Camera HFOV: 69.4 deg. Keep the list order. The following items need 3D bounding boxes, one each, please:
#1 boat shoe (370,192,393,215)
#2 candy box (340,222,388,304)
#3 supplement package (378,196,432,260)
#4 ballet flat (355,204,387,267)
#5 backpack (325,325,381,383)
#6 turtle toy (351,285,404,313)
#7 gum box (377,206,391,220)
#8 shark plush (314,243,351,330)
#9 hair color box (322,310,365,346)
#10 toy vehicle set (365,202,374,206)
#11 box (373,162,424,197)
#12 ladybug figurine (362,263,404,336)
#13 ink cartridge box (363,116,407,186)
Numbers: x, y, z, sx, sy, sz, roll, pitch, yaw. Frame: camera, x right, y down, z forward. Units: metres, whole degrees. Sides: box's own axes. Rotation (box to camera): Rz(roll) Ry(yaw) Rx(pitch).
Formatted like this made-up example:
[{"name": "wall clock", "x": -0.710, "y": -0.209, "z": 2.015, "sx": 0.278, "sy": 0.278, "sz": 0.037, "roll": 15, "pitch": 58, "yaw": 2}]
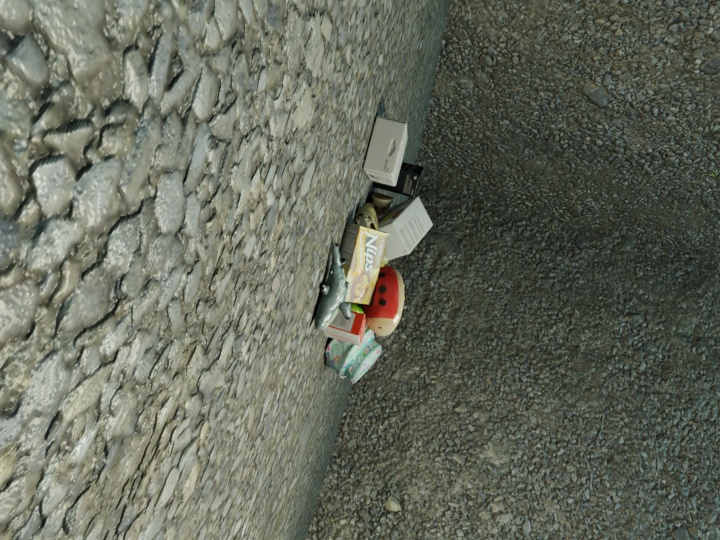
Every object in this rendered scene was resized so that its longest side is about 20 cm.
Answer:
[{"name": "boat shoe", "x": 0.066, "y": -0.212, "z": 1.691, "sx": 0.200, "sy": 0.073, "sz": 0.070, "roll": -67, "pitch": 170, "yaw": -79}, {"name": "candy box", "x": -0.003, "y": -0.016, "z": 1.373, "sx": 0.115, "sy": 0.055, "sz": 0.202, "roll": 10, "pitch": 96, "yaw": -46}, {"name": "supplement package", "x": 0.125, "y": -0.130, "z": 1.625, "sx": 0.110, "sy": 0.113, "sz": 0.200, "roll": 59, "pitch": 40, "yaw": -15}, {"name": "ballet flat", "x": 0.028, "y": -0.087, "z": 1.480, "sx": 0.071, "sy": 0.070, "sz": 0.202, "roll": -60, "pitch": 138, "yaw": -68}, {"name": "backpack", "x": -0.024, "y": 0.249, "z": 1.642, "sx": 0.178, "sy": 0.150, "sz": 0.201, "roll": -45, "pitch": 155, "yaw": -21}, {"name": "turtle toy", "x": 0.044, "y": 0.093, "z": 1.554, "sx": 0.199, "sy": 0.102, "sz": 0.146, "roll": -33, "pitch": 178, "yaw": 7}, {"name": "gum box", "x": 0.081, "y": -0.162, "z": 2.007, "sx": 0.200, "sy": 0.066, "sz": 0.114, "roll": -67, "pitch": 172, "yaw": -55}, {"name": "shark plush", "x": -0.061, "y": 0.041, "z": 1.209, "sx": 0.083, "sy": 0.091, "sz": 0.201, "roll": -9, "pitch": 123, "yaw": -50}, {"name": "hair color box", "x": -0.044, "y": 0.149, "z": 1.404, "sx": 0.200, "sy": 0.110, "sz": 0.064, "roll": 88, "pitch": 18, "yaw": -73}, {"name": "toy vehicle set", "x": 0.000, "y": -0.096, "z": 1.606, "sx": 0.124, "sy": 0.026, "sz": 0.201, "roll": -66, "pitch": 169, "yaw": -58}, {"name": "box", "x": 0.129, "y": -0.312, "z": 1.729, "sx": 0.200, "sy": 0.140, "sz": 0.079, "roll": -59, "pitch": 166, "yaw": -68}, {"name": "ladybug figurine", "x": 0.056, "y": 0.077, "z": 1.430, "sx": 0.135, "sy": 0.072, "sz": 0.202, "roll": -10, "pitch": -110, "yaw": 47}, {"name": "ink cartridge box", "x": 0.072, "y": -0.322, "z": 1.427, "sx": 0.200, "sy": 0.083, "sz": 0.146, "roll": -19, "pitch": 124, "yaw": -84}]
